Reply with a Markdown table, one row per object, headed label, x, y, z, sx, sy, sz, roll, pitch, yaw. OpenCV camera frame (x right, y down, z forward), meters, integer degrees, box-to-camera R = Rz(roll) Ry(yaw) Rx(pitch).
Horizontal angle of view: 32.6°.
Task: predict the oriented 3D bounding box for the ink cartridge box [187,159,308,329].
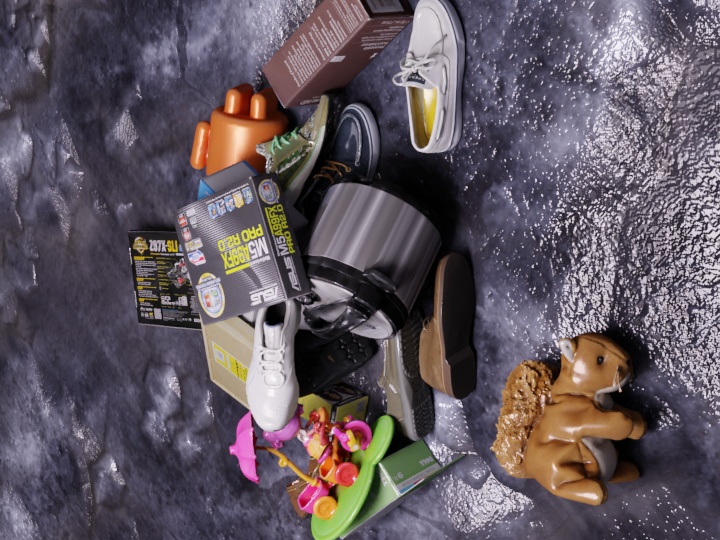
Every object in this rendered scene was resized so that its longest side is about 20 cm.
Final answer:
| label | x | y | z | sx | sy | sz | roll | pitch | yaw |
| --- | --- | --- | --- | --- | --- | --- | --- | --- | --- |
| ink cartridge box | -0.161 | -0.028 | 1.729 | 0.145 | 0.083 | 0.201 | 43 | 142 | 23 |

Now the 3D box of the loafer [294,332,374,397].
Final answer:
| label | x | y | z | sx | sy | sz | roll | pitch | yaw |
| --- | --- | --- | --- | --- | --- | --- | --- | --- | --- |
| loafer | -0.069 | 0.143 | 1.738 | 0.068 | 0.200 | 0.070 | 58 | 143 | 15 |

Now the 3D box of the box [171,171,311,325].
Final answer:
| label | x | y | z | sx | sy | sz | roll | pitch | yaw |
| --- | --- | --- | --- | --- | --- | --- | --- | --- | --- |
| box | -0.158 | -0.025 | 1.597 | 0.199 | 0.044 | 0.161 | -17 | 88 | 50 |

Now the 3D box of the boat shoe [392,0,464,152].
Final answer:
| label | x | y | z | sx | sy | sz | roll | pitch | yaw |
| --- | --- | --- | --- | --- | --- | --- | --- | --- | --- |
| boat shoe | 0.081 | -0.250 | 1.583 | 0.074 | 0.086 | 0.204 | 11 | 108 | 39 |

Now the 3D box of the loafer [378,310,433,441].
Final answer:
| label | x | y | z | sx | sy | sz | roll | pitch | yaw |
| --- | --- | --- | --- | --- | --- | --- | --- | --- | --- |
| loafer | 0.052 | 0.138 | 1.713 | 0.069 | 0.075 | 0.202 | 3 | 103 | 36 |

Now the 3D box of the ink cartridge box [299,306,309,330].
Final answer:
| label | x | y | z | sx | sy | sz | roll | pitch | yaw |
| --- | --- | --- | --- | --- | --- | --- | --- | --- | --- |
| ink cartridge box | -0.095 | 0.021 | 1.818 | 0.199 | 0.067 | 0.117 | 5 | 105 | 40 |

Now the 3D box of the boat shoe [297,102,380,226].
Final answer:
| label | x | y | z | sx | sy | sz | roll | pitch | yaw |
| --- | --- | --- | --- | --- | --- | --- | --- | --- | --- |
| boat shoe | -0.031 | -0.129 | 1.709 | 0.071 | 0.091 | 0.202 | 22 | 114 | 36 |

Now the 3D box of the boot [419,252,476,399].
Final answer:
| label | x | y | z | sx | sy | sz | roll | pitch | yaw |
| --- | --- | --- | --- | --- | --- | --- | --- | --- | --- |
| boot | 0.108 | 0.071 | 1.654 | 0.075 | 0.073 | 0.202 | 16 | 114 | 44 |

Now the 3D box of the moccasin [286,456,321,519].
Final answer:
| label | x | y | z | sx | sy | sz | roll | pitch | yaw |
| --- | --- | --- | --- | --- | --- | --- | --- | --- | --- |
| moccasin | -0.049 | 0.295 | 1.850 | 0.078 | 0.073 | 0.202 | 50 | 136 | 10 |

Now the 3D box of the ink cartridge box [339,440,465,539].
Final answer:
| label | x | y | z | sx | sy | sz | roll | pitch | yaw |
| --- | --- | --- | --- | --- | --- | --- | --- | --- | --- |
| ink cartridge box | 0.045 | 0.297 | 1.740 | 0.200 | 0.104 | 0.060 | -44 | 73 | 39 |

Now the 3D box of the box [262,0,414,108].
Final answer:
| label | x | y | z | sx | sy | sz | roll | pitch | yaw |
| --- | --- | --- | --- | --- | --- | --- | --- | --- | --- |
| box | -0.032 | -0.306 | 1.659 | 0.200 | 0.100 | 0.075 | -38 | 76 | 41 |

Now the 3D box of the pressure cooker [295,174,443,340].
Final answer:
| label | x | y | z | sx | sy | sz | roll | pitch | yaw |
| --- | --- | --- | --- | --- | --- | --- | --- | --- | --- |
| pressure cooker | -0.003 | -0.001 | 1.613 | 0.178 | 0.201 | 0.176 | 18 | 157 | 22 |

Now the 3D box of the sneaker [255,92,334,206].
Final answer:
| label | x | y | z | sx | sy | sz | roll | pitch | yaw |
| --- | --- | --- | --- | --- | --- | --- | --- | --- | --- |
| sneaker | -0.102 | -0.165 | 1.717 | 0.088 | 0.077 | 0.201 | 27 | 109 | -3 |

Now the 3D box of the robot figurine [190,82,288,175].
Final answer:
| label | x | y | z | sx | sy | sz | roll | pitch | yaw |
| --- | --- | --- | --- | --- | --- | --- | --- | --- | --- |
| robot figurine | -0.165 | -0.168 | 1.801 | 0.117 | 0.143 | 0.201 | -134 | 48 | -58 |

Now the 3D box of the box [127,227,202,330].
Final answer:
| label | x | y | z | sx | sy | sz | roll | pitch | yaw |
| --- | --- | --- | --- | --- | --- | --- | --- | --- | --- |
| box | -0.293 | 0.012 | 2.004 | 0.199 | 0.049 | 0.161 | 2 | 99 | 41 |

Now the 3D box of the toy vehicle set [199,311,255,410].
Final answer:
| label | x | y | z | sx | sy | sz | roll | pitch | yaw |
| --- | --- | --- | --- | --- | --- | --- | --- | --- | --- |
| toy vehicle set | -0.172 | 0.135 | 1.788 | 0.124 | 0.027 | 0.201 | 35 | 151 | 20 |

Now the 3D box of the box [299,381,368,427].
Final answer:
| label | x | y | z | sx | sy | sz | roll | pitch | yaw |
| --- | --- | --- | --- | --- | --- | --- | --- | --- | --- |
| box | -0.086 | 0.176 | 1.847 | 0.199 | 0.075 | 0.050 | 25 | 116 | 36 |

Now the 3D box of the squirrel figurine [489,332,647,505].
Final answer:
| label | x | y | z | sx | sy | sz | roll | pitch | yaw |
| --- | --- | --- | --- | --- | --- | --- | --- | --- | --- |
| squirrel figurine | 0.249 | 0.166 | 1.510 | 0.199 | 0.141 | 0.188 | 7 | 99 | 37 |

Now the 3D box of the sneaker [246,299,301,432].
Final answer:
| label | x | y | z | sx | sy | sz | roll | pitch | yaw |
| --- | --- | --- | --- | --- | --- | --- | --- | --- | --- |
| sneaker | -0.119 | 0.112 | 1.635 | 0.074 | 0.087 | 0.202 | -1 | 75 | 2 |

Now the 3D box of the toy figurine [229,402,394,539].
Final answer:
| label | x | y | z | sx | sy | sz | roll | pitch | yaw |
| --- | --- | --- | --- | --- | --- | --- | --- | --- | --- |
| toy figurine | -0.080 | 0.244 | 1.684 | 0.201 | 0.183 | 0.150 | -56 | 19 | 7 |
